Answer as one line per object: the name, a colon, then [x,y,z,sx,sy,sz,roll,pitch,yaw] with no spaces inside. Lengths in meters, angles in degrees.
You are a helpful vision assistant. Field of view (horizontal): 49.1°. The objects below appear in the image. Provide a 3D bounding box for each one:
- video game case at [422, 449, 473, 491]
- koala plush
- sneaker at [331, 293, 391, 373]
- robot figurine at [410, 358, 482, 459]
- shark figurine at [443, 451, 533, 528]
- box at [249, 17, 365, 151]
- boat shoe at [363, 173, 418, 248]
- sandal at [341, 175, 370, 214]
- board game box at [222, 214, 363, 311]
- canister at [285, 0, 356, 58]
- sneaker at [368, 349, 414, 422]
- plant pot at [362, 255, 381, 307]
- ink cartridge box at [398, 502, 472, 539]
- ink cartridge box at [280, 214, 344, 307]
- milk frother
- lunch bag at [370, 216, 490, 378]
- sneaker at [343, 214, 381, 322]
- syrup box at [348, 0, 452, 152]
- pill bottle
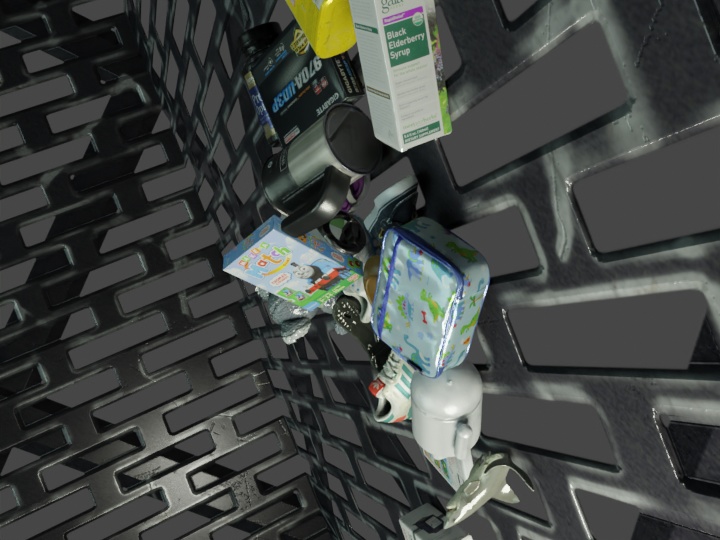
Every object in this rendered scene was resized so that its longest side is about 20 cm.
video game case: [0.151,0.307,1.446,0.182,0.023,0.204,41,149,57]
koala plush: [-0.102,0.047,1.602,0.180,0.197,0.185,62,162,19]
sneaker: [0.029,0.119,1.520,0.200,0.076,0.114,46,-163,-5]
robot figurine: [0.134,0.209,1.230,0.171,0.111,0.203,-118,16,-44]
shark figurine: [0.218,0.332,1.232,0.089,0.128,0.216,38,138,7]
box: [-0.091,-0.309,1.286,0.199,0.045,0.162,-27,84,50]
boat shoe: [0.064,-0.073,1.195,0.092,0.070,0.200,58,165,7]
sandal: [-0.024,-0.154,1.375,0.083,0.049,0.204,58,159,22]
board game box: [-0.116,-0.008,1.370,0.150,0.198,0.037,-33,43,37]
canister: [-0.071,-0.429,1.134,0.203,0.085,0.149,62,162,16]
sneaker: [0.065,0.188,1.402,0.070,0.092,0.204,-134,41,-52]
plant pot: [0.072,0.062,1.272,0.199,0.027,0.201,39,156,21]
ink cartridge box: [0.169,0.589,1.623,0.199,0.083,0.148,9,119,70]
ink cartridge box: [-0.102,-0.050,1.520,0.143,0.204,0.048,23,180,24]
milk frother: [-0.030,-0.136,1.275,0.187,0.197,0.185,-26,63,47]
lunch bag: [0.090,0.038,1.118,0.160,0.081,0.203,40,134,34]
sneaker: [0.000,0.000,1.432,0.204,0.085,0.075,70,164,-1]
syrup box: [0.049,-0.263,0.978,0.081,0.077,0.204,41,148,56]
pill bottle: [-0.150,-0.338,1.435,0.204,0.110,0.112,69,163,-4]
